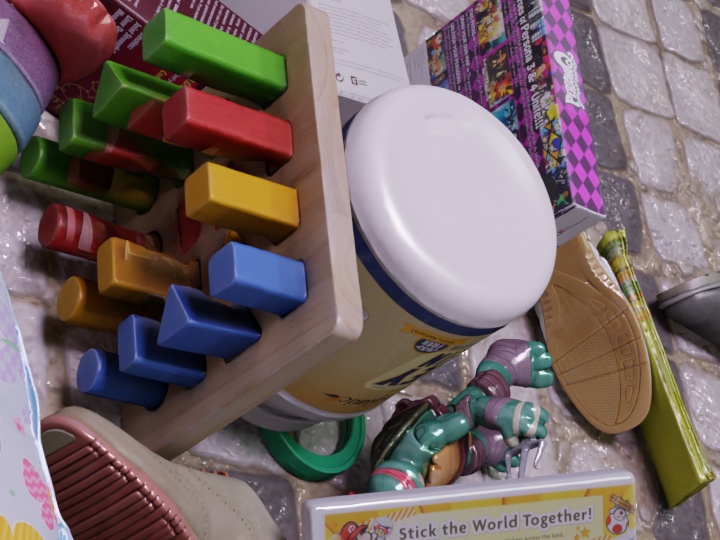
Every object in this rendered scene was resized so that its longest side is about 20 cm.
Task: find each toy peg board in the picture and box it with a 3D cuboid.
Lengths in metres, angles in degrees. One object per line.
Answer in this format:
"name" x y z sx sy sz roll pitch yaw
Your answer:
"toy peg board" -0.105 -0.024 0.894 0.097 0.200 0.201 16 54 -35

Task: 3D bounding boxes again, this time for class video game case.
"video game case" 0.065 0.211 0.927 0.198 0.023 0.184 -3 94 -20
"video game case" 0.079 -0.084 1.129 0.036 0.181 0.201 19 52 -35

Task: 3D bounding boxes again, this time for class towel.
"towel" 0.214 0.073 1.241 0.018 0.086 0.201 -14 72 -10

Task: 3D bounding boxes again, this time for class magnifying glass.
"magnifying glass" -0.043 0.037 1.056 0.079 0.022 0.202 10 60 -40

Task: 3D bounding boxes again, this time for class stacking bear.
"stacking bear" -0.234 -0.073 0.847 0.121 0.114 0.201 36 69 -1

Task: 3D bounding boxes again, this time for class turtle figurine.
"turtle figurine" 0.057 0.119 1.024 0.100 0.150 0.200 39 32 7

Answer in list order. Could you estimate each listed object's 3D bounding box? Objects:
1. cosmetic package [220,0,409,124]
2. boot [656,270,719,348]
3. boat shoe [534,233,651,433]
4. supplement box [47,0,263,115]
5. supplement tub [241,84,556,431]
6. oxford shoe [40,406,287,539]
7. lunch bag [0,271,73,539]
"cosmetic package" -0.042 -0.175 1.126 0.084 0.107 0.202 11 59 -40
"boot" 0.329 0.104 1.351 0.181 0.072 0.202 5 68 -40
"boat shoe" 0.164 0.022 1.232 0.069 0.070 0.201 -14 82 -78
"supplement box" -0.128 -0.123 1.006 0.199 0.109 0.061 35 44 -22
"supplement tub" 0.000 0.000 0.953 0.144 0.200 0.145 21 52 -30
"oxford shoe" -0.100 0.135 0.902 0.200 0.070 0.074 49 36 -25
"lunch bag" -0.239 0.086 0.745 0.199 0.127 0.171 -6 71 -34
